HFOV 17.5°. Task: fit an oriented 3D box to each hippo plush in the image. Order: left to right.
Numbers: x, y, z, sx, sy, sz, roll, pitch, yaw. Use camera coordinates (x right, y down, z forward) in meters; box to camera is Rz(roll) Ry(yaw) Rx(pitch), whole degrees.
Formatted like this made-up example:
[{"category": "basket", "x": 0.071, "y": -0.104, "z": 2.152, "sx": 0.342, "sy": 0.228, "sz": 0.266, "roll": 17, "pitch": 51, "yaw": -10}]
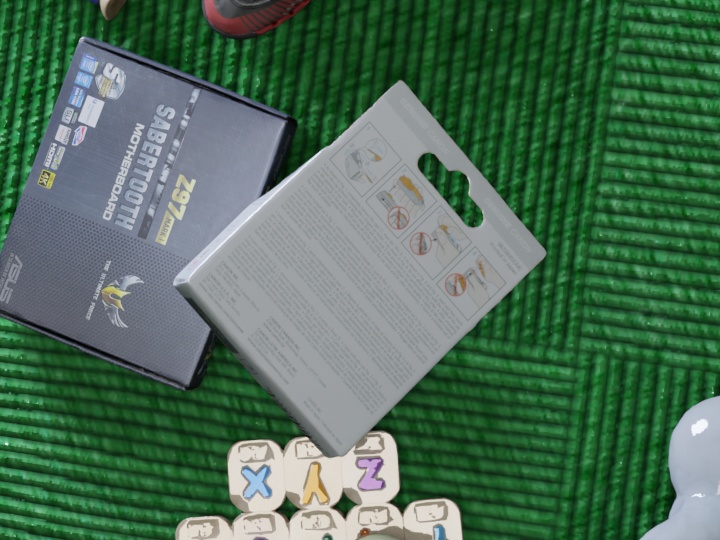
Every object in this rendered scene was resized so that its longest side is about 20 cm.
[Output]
[{"category": "hippo plush", "x": 0.228, "y": 0.169, "z": 1.513, "sx": 0.199, "sy": 0.159, "sz": 0.162, "roll": 21, "pitch": 62, "yaw": -7}]

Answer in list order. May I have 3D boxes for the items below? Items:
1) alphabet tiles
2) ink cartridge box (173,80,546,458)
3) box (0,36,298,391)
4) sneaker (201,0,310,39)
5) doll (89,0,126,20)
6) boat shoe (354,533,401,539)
[{"category": "alphabet tiles", "x": -0.026, "y": 0.210, "z": 1.594, "sx": 0.198, "sy": 0.015, "sz": 0.197, "roll": -5, "pitch": 89, "yaw": 8}, {"category": "ink cartridge box", "x": 0.000, "y": 0.000, "z": 1.561, "sx": 0.200, "sy": 0.057, "sz": 0.163, "roll": -45, "pitch": 103, "yaw": -15}, {"category": "box", "x": -0.150, "y": -0.038, "z": 1.593, "sx": 0.157, "sy": 0.051, "sz": 0.201, "roll": 22, "pitch": 93, "yaw": 7}, {"category": "sneaker", "x": -0.034, "y": -0.233, "z": 1.552, "sx": 0.200, "sy": 0.098, "sz": 0.071, "roll": -42, "pitch": 86, "yaw": 8}, {"category": "doll", "x": -0.234, "y": -0.257, "z": 1.607, "sx": 0.200, "sy": 0.048, "sz": 0.137, "roll": 39, "pitch": 95, "yaw": 6}, {"category": "boat shoe", "x": 0.081, "y": 0.228, "z": 1.540, "sx": 0.200, "sy": 0.063, "sz": 0.074, "roll": 24, "pitch": 88, "yaw": -4}]
